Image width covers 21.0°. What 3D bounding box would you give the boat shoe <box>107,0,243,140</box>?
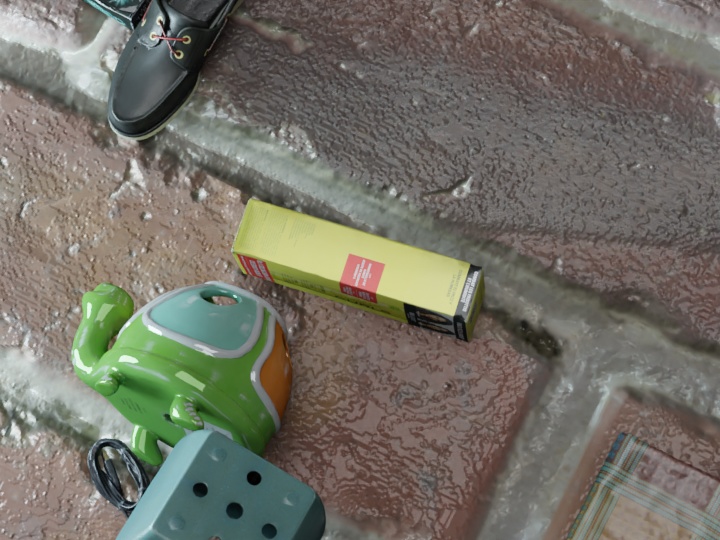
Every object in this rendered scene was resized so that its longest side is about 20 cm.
[{"bbox_3d":[-0.156,-0.204,1.642,0.074,0.063,0.202,30,81,10],"label":"boat shoe"}]

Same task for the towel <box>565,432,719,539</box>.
[{"bbox_3d":[0.223,0.244,1.505,0.146,0.022,0.200,26,78,11],"label":"towel"}]

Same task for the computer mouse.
[{"bbox_3d":[-0.176,0.226,1.545,0.058,0.034,0.201,-23,68,16],"label":"computer mouse"}]

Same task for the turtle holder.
[{"bbox_3d":[-0.136,0.080,1.537,0.185,0.141,0.132,3,52,46],"label":"turtle holder"}]

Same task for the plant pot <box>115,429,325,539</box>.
[{"bbox_3d":[-0.110,0.208,1.424,0.141,0.200,0.142,31,63,1],"label":"plant pot"}]

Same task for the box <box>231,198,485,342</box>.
[{"bbox_3d":[0.000,0.000,1.565,0.199,0.075,0.050,18,77,8],"label":"box"}]

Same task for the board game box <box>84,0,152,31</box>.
[{"bbox_3d":[-0.195,-0.323,1.694,0.135,0.028,0.200,33,79,12],"label":"board game box"}]
